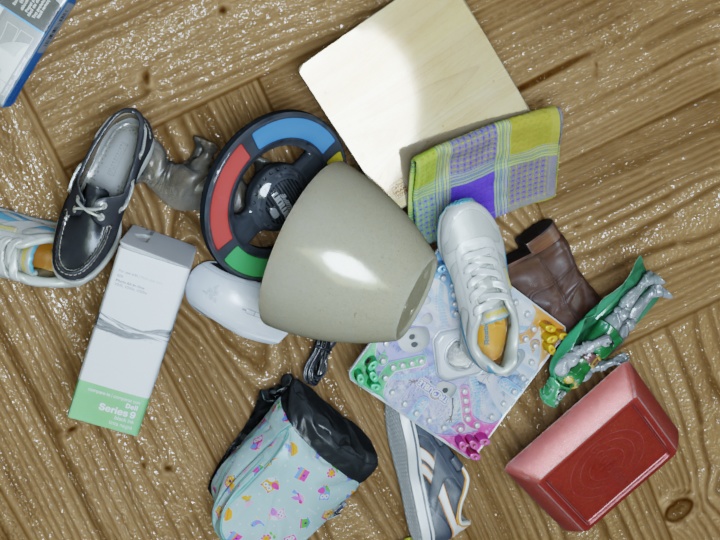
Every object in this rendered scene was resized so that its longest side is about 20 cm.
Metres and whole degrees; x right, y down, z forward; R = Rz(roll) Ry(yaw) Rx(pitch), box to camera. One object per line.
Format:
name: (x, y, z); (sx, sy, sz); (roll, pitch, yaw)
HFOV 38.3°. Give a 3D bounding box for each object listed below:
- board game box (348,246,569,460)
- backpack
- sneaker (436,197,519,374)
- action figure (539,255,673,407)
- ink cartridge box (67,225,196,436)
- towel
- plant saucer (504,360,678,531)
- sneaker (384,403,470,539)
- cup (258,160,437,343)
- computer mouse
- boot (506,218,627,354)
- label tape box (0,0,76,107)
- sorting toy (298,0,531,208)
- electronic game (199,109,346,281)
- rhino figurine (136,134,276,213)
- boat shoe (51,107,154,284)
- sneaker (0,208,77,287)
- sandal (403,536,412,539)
board game box: (0.120, 0.099, 1.225); (0.199, 0.026, 0.201); (35, 93, -19)
backpack: (-0.095, 0.250, 1.246); (0.200, 0.127, 0.167); (-45, 107, 6)
sneaker: (0.139, 0.017, 1.153); (0.076, 0.081, 0.201); (-17, 105, -7)
action figure: (0.287, 0.085, 1.237); (0.200, 0.055, 0.118); (-47, 140, 2)
ink cartridge box: (-0.256, 0.063, 1.176); (0.083, 0.146, 0.201); (18, 99, -10)
towel: (0.147, -0.108, 1.201); (0.199, 0.023, 0.144); (-19, 138, -17)
plant saucer: (0.302, 0.234, 1.293); (0.200, 0.037, 0.200); (-42, 131, 2)
sneaker: (0.085, 0.238, 1.292); (0.079, 0.078, 0.202); (-14, 97, -15)
cup: (0.000, 0.000, 1.138); (0.142, 0.200, 0.201); (26, 98, 15)
computer mouse: (-0.117, 0.055, 1.244); (0.199, 0.044, 0.110); (23, 99, -11)
boot: (0.218, 0.066, 1.284); (0.186, 0.064, 0.201); (-35, 108, 3)
label tape box: (-0.434, -0.292, 1.123); (0.199, 0.063, 0.145); (33, 95, -13)
sorting toy: (0.060, -0.206, 1.200); (0.199, 0.070, 0.199); (-34, 104, 1)
electronic game: (-0.093, -0.082, 1.165); (0.199, 0.042, 0.201); (-23, 127, -34)
rhino figurine: (-0.188, -0.109, 1.194); (0.199, 0.060, 0.088); (17, 96, -9)
boat shoe: (-0.280, -0.083, 1.121); (0.073, 0.060, 0.201); (25, 75, 2)
sneaker: (-0.392, -0.025, 1.168); (0.198, 0.081, 0.077); (5, 102, -7)
sandal: (0.119, 0.394, 1.324); (0.198, 0.087, 0.080); (7, 103, -7)
